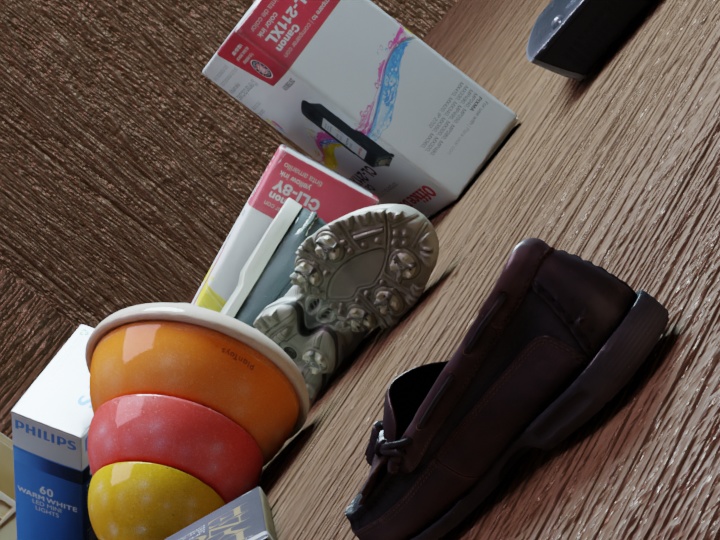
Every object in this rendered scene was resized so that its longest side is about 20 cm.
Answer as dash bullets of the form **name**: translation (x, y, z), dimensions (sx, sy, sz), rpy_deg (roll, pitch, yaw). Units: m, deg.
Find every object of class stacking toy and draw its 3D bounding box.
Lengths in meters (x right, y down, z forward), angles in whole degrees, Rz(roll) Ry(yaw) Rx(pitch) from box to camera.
- **stacking toy**: translation (-0.123, 0.133, 1.683), dimensions (0.146, 0.146, 0.200), rpy_deg (-44, 23, 52)

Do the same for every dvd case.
- **dvd case**: translation (-0.115, 0.172, 1.512), dimensions (0.149, 0.016, 0.200), rpy_deg (-30, 5, -1)

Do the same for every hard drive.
- **hard drive**: translation (0.167, -0.189, 1.846), dimensions (0.135, 0.042, 0.200), rpy_deg (-49, 5, 12)

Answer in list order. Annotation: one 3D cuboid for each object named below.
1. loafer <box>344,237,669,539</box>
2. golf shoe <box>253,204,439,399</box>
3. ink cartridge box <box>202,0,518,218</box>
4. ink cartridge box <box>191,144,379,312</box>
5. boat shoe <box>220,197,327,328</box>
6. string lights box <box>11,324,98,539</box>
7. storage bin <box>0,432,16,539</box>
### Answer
- **loafer**: translation (0.041, 0.047, 1.044), dimensions (0.072, 0.063, 0.200), rpy_deg (-53, 6, -39)
- **golf shoe**: translation (0.000, 0.000, 1.761), dimensions (0.097, 0.078, 0.200), rpy_deg (-46, 2, -40)
- **ink cartridge box**: translation (-0.002, -0.128, 1.999), dimensions (0.083, 0.200, 0.146), rpy_deg (-54, 5, -15)
- **ink cartridge box**: translation (-0.069, 0.016, 1.962), dimensions (0.200, 0.083, 0.145), rpy_deg (-62, 3, 2)
- **boat shoe**: translation (-0.073, 0.051, 1.856), dimensions (0.200, 0.062, 0.073), rpy_deg (-61, 3, 3)
- **string lights box**: translation (-0.197, 0.149, 1.967), dimensions (0.103, 0.059, 0.200), rpy_deg (-54, -23, -44)
- **storage bin**: translation (-0.442, 0.250, 3.155), dimensions (0.094, 0.199, 0.200), rpy_deg (-53, 4, 9)
